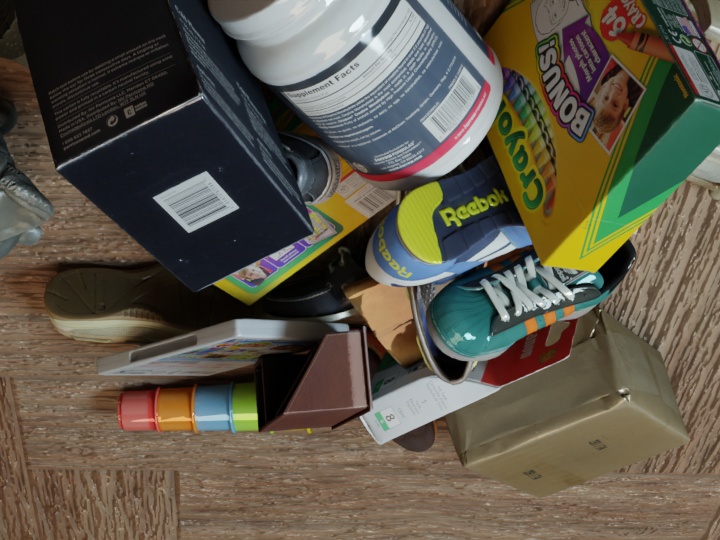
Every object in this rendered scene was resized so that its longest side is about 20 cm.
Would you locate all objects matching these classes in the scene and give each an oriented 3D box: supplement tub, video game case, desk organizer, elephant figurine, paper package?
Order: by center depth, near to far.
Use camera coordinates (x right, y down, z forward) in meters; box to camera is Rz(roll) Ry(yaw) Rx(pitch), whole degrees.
[{"bbox_3d":[-0.001,-0.165,0.917,0.140,0.141,0.200,-28,132,24],"label":"supplement tub"},{"bbox_3d":[-0.309,-0.071,0.996,0.141,0.156,0.200,40,135,-11],"label":"elephant figurine"},{"bbox_3d":[-0.047,0.104,1.150,0.076,0.073,0.200,-3,169,-12],"label":"desk organizer"},{"bbox_3d":[-0.129,0.073,1.174,0.199,0.018,0.142,-16,166,40],"label":"video game case"},{"bbox_3d":[0.201,0.135,1.250,0.189,0.104,0.200,-25,152,23],"label":"paper package"}]

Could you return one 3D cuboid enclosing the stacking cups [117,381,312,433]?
[{"bbox_3d":[-0.149,0.146,1.305,0.198,0.061,0.061,-5,138,2],"label":"stacking cups"}]

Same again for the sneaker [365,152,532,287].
[{"bbox_3d":[0.082,-0.037,0.974,0.199,0.074,0.082,-15,162,-41],"label":"sneaker"}]

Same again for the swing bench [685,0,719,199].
[{"bbox_3d":[0.282,-0.123,0.998,0.197,0.130,0.201,18,128,-21],"label":"swing bench"}]

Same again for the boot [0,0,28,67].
[{"bbox_3d":[-0.175,-0.203,0.934,0.130,0.068,0.200,22,135,-40],"label":"boot"}]

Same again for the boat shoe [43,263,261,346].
[{"bbox_3d":[-0.192,0.038,1.183,0.198,0.073,0.065,1,150,-5],"label":"boat shoe"}]

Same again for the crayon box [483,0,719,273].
[{"bbox_3d":[0.165,-0.131,0.918,0.058,0.201,0.173,8,138,-33],"label":"crayon box"}]

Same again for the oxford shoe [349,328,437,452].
[{"bbox_3d":[0.024,0.144,1.306,0.071,0.073,0.200,-23,135,19],"label":"oxford shoe"}]

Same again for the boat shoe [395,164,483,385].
[{"bbox_3d":[0.068,-0.002,1.040,0.071,0.060,0.202,-4,117,8],"label":"boat shoe"}]

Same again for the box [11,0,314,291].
[{"bbox_3d":[-0.134,-0.116,0.860,0.103,0.183,0.200,-25,151,8],"label":"box"}]

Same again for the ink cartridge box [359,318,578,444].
[{"bbox_3d":[0.104,0.070,1.168,0.199,0.161,0.050,-30,101,24],"label":"ink cartridge box"}]

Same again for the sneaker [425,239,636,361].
[{"bbox_3d":[0.137,0.010,0.994,0.199,0.072,0.080,-19,162,-39],"label":"sneaker"}]

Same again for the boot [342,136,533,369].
[{"bbox_3d":[0.075,-0.027,1.095,0.199,0.069,0.189,-26,125,11],"label":"boot"}]

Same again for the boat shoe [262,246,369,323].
[{"bbox_3d":[0.000,0.000,1.167,0.198,0.073,0.063,-12,111,9],"label":"boat shoe"}]

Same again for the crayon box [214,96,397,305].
[{"bbox_3d":[-0.074,-0.063,1.084,0.199,0.059,0.118,-35,129,29],"label":"crayon box"}]

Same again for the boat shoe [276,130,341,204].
[{"bbox_3d":[-0.114,-0.085,0.992,0.198,0.068,0.073,15,103,29],"label":"boat shoe"}]
